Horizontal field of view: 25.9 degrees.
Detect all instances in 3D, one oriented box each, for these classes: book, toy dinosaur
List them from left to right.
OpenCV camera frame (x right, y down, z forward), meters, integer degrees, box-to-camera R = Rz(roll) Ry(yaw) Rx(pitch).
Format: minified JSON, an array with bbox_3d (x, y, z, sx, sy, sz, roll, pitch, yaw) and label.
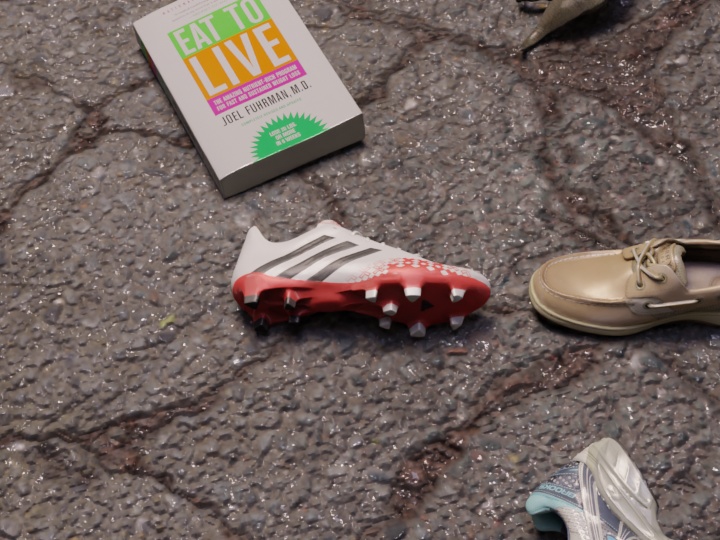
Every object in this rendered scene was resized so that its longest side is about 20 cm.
[{"bbox_3d":[-0.098,-0.163,1.336,0.132,0.048,0.201,-24,56,-12],"label":"book"},{"bbox_3d":[0.199,-0.271,1.390,0.101,0.078,0.200,16,48,30],"label":"toy dinosaur"}]

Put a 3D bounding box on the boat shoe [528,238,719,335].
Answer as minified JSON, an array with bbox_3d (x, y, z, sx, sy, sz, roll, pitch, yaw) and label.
[{"bbox_3d":[0.226,0.003,1.175,0.197,0.065,0.073,1,51,3],"label":"boat shoe"}]

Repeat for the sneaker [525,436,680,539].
[{"bbox_3d":[0.176,0.208,1.021,0.086,0.078,0.201,-27,47,-4],"label":"sneaker"}]

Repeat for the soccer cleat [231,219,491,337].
[{"bbox_3d":[0.000,0.000,1.186,0.197,0.069,0.086,-1,55,6],"label":"soccer cleat"}]
